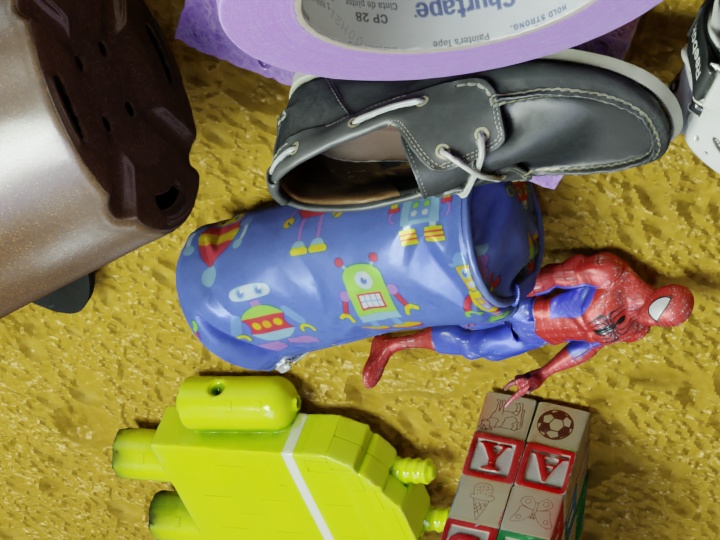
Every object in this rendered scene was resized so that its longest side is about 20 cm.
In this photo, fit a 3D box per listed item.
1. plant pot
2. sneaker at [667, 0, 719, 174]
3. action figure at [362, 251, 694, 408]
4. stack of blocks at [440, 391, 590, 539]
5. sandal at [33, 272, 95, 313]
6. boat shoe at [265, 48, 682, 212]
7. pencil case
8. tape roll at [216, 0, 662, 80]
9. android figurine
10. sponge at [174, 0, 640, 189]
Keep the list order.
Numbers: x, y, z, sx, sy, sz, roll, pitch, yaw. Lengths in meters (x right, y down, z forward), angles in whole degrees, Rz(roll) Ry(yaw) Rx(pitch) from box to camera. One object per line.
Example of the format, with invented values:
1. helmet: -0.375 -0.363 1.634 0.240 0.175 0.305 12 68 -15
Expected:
1. plant pot: -0.196 -0.056 1.267 0.198 0.201 0.200 -20 129 20
2. sneaker: 0.169 -0.088 1.159 0.088 0.074 0.200 -1 137 22
3. action figure: 0.080 0.028 1.365 0.199 0.052 0.066 -11 129 31
4. stack of blocks: 0.085 0.175 1.483 0.058 0.115 0.200 11 142 12
5. sandal: -0.209 -0.040 1.412 0.075 0.045 0.200 -6 135 28
6. boat shoe: 0.050 -0.056 1.206 0.199 0.068 0.072 0 137 28
7. pencil case: 0.000 0.000 1.338 0.199 0.078 0.087 -14 107 37
8. tape roll: 0.037 -0.145 1.080 0.199 0.066 0.200 -9 162 -3
9. android figurine: -0.042 0.128 1.545 0.199 0.041 0.182 -1 137 26
10. sponge: 0.019 -0.113 1.234 0.199 0.030 0.112 21 143 -1
